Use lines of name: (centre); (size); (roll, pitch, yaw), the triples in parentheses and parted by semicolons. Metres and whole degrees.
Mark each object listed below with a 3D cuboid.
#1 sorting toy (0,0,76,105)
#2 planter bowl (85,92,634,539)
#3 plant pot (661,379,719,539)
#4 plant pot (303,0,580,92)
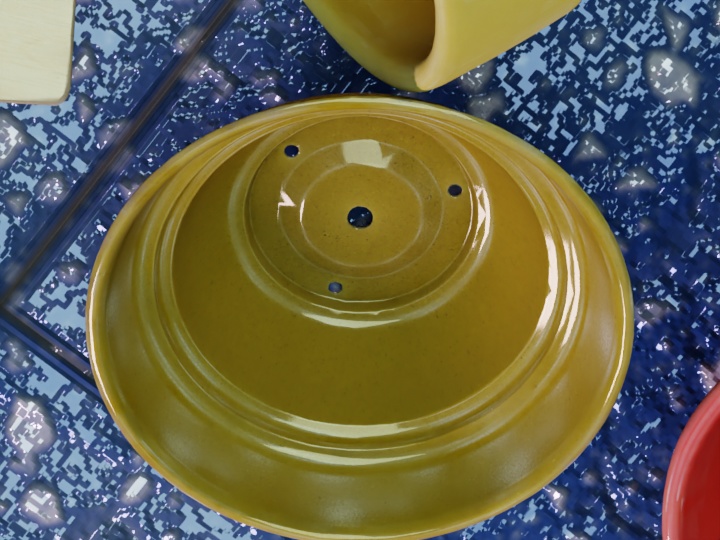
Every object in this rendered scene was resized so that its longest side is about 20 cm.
sorting toy: (-0.198, -0.169, 1.064); (0.198, 0.070, 0.200); (3, 103, -6)
planter bowl: (0.000, 0.000, 1.106); (0.199, 0.084, 0.201); (0, 125, 0)
plant pot: (0.230, 0.069, 1.090); (0.199, 0.177, 0.202); (10, 116, 20)
plant pot: (0.054, -0.193, 1.033); (0.188, 0.201, 0.202); (-29, 106, -15)
